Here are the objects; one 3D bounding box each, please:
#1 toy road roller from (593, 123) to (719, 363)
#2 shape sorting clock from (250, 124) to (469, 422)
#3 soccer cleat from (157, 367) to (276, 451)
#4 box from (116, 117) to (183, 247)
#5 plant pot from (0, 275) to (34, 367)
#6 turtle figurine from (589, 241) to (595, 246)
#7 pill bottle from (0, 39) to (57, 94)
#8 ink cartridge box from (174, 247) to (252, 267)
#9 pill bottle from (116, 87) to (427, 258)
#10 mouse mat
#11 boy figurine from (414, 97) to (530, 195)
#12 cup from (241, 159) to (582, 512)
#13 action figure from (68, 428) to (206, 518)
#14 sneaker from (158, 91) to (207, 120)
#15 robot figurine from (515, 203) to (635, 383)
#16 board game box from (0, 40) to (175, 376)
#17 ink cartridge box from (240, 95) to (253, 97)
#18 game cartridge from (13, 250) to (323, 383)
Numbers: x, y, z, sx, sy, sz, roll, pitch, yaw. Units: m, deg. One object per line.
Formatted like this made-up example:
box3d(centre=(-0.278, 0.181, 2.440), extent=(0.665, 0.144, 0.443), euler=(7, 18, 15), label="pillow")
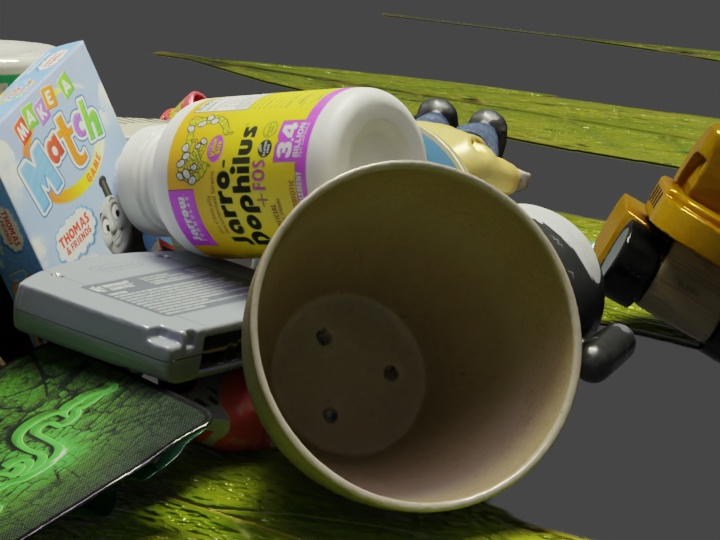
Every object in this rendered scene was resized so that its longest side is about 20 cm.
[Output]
box3d(centre=(0.253, -0.029, 1.855), extent=(0.122, 0.147, 0.200), euler=(30, 10, -2), label="toy road roller")
box3d(centre=(0.000, 0.000, 1.655), extent=(0.039, 0.202, 0.199), euler=(16, -1, -43), label="shape sorting clock")
box3d(centre=(-0.102, 0.064, 1.651), extent=(0.076, 0.067, 0.200), euler=(9, 14, -17), label="soccer cleat")
box3d(centre=(-0.103, -0.061, 1.803), extent=(0.198, 0.083, 0.068), euler=(4, 15, 5), label="box")
box3d(centre=(-0.290, 0.005, 1.699), extent=(0.199, 0.188, 0.186), euler=(-10, 7, 26), label="plant pot")
box3d(centre=(0.099, -0.011, 1.937), extent=(0.149, 0.101, 0.200), euler=(26, 8, 29), label="turtle figurine")
box3d(centre=(-0.273, -0.064, 1.902), extent=(0.112, 0.202, 0.113), euler=(1, 13, 0), label="pill bottle")
box3d(centre=(-0.058, 0.009, 1.868), extent=(0.198, 0.086, 0.146), euler=(4, 13, 5), label="ink cartridge box")
box3d(centre=(-0.061, -0.059, 1.634), extent=(0.199, 0.105, 0.104), euler=(-1, 8, 41), label="pill bottle")
box3d(centre=(-0.201, 0.103, 1.442), extent=(0.199, 0.008, 0.160), euler=(-32, 35, -33), label="mouse mat")
box3d(centre=(0.055, -0.070, 1.779), extent=(0.123, 0.065, 0.200), euler=(13, 19, 9), label="boy figurine")
box3d(centre=(0.012, 0.050, 1.513), extent=(0.199, 0.202, 0.143), euler=(-3, -11, -19), label="cup")
box3d(centre=(-0.204, 0.097, 1.533), extent=(0.199, 0.055, 0.118), euler=(5, 20, 38), label="action figure")
box3d(centre=(-0.133, -0.088, 1.899), extent=(0.199, 0.091, 0.078), euler=(4, 14, 27), label="sneaker")
box3d(centre=(0.093, 0.026, 1.722), extent=(0.149, 0.126, 0.200), euler=(-20, 5, 21), label="robot figurine")
box3d(centre=(-0.183, -0.026, 1.659), extent=(0.036, 0.201, 0.151), euler=(-12, 23, 27), label="board game box")
box3d(centre=(-0.067, -0.071, 2.125), extent=(0.128, 0.126, 0.200), euler=(5, 14, 16), label="ink cartridge box")
box3d(centre=(-0.118, 0.025, 1.583), extent=(0.133, 0.041, 0.200), euler=(22, 16, 26), label="game cartridge")
